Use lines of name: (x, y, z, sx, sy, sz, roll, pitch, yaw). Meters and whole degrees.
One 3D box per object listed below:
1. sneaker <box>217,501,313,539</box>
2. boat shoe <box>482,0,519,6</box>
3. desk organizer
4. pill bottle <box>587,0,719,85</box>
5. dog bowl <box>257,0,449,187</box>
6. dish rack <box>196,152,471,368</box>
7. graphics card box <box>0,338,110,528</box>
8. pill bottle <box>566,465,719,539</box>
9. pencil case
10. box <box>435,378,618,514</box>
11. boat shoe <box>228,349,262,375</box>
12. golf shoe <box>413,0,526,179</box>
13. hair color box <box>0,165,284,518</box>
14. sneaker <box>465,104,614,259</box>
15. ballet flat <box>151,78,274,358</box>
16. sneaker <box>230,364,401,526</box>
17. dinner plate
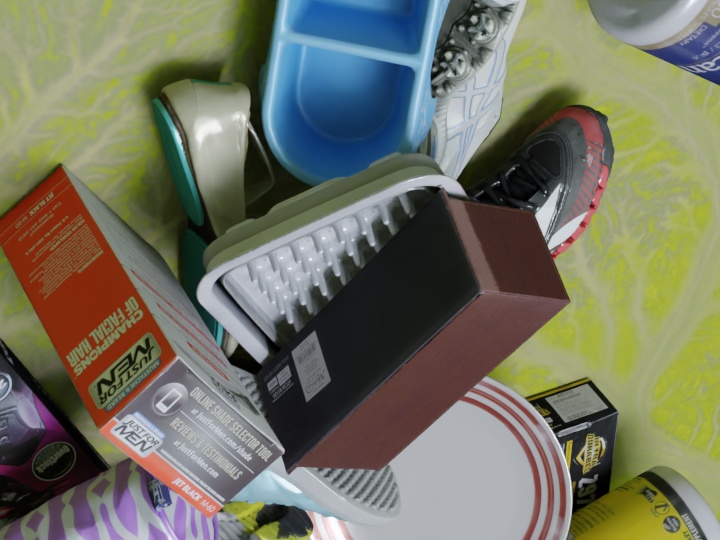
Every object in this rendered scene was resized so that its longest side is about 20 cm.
sneaker: (-0.106, 0.203, 1.257, 0.085, 0.075, 0.199, -53, 157, 22)
boat shoe: (0.137, -0.234, 1.087, 0.202, 0.064, 0.075, -49, 120, -26)
desk organizer: (0.028, 0.043, 1.104, 0.076, 0.072, 0.200, 7, 141, -40)
pill bottle: (0.252, -0.176, 1.209, 0.199, 0.111, 0.112, 16, 113, -38)
dog bowl: (-0.003, -0.137, 1.081, 0.110, 0.050, 0.202, 11, 117, 1)
dish rack: (0.000, 0.000, 1.131, 0.170, 0.044, 0.200, -23, 150, 9)
graphics card box: (-0.236, 0.134, 1.175, 0.125, 0.051, 0.201, -35, 133, -5)
pill bottle: (0.177, 0.243, 1.402, 0.199, 0.113, 0.113, -28, 133, -12)
pencil case: (-0.176, 0.182, 1.121, 0.199, 0.086, 0.084, -29, 164, 18)
box: (0.117, 0.197, 1.441, 0.158, 0.049, 0.202, -18, 130, -23)
boat shoe: (-0.048, 0.081, 1.237, 0.198, 0.073, 0.063, -7, 125, -25)
golf shoe: (0.060, -0.127, 1.170, 0.097, 0.078, 0.201, -4, 130, -54)
hair color box: (-0.132, 0.038, 1.066, 0.064, 0.200, 0.111, -41, 133, 2)
sneaker: (0.094, -0.029, 1.236, 0.201, 0.071, 0.098, -52, 151, 12)
ballet flat: (-0.081, -0.032, 1.140, 0.069, 0.070, 0.201, -20, 131, -18)
sneaker: (-0.064, 0.120, 1.188, 0.199, 0.074, 0.082, 32, 131, -30)
dinner plate: (0.054, 0.162, 1.333, 0.198, 0.024, 0.202, 2, 106, 7)
